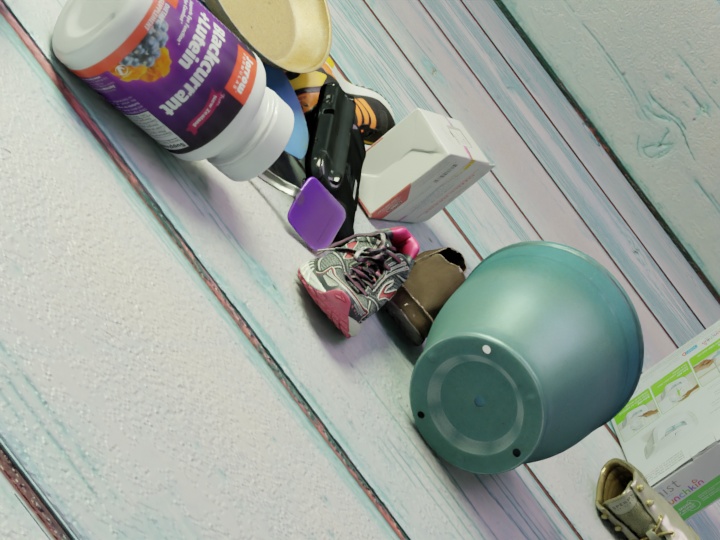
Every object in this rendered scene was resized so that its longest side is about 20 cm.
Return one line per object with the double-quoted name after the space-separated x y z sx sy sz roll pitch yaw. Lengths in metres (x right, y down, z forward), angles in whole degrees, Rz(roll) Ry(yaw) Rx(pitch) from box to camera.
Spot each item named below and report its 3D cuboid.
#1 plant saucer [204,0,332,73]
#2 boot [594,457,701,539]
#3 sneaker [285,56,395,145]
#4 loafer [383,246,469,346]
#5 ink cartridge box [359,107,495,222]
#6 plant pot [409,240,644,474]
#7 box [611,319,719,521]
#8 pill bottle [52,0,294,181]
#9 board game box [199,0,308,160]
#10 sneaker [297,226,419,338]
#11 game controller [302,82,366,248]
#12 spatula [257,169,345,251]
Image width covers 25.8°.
-0.105 -0.282 1.573 0.200 0.035 0.202 35 43 -39 "plant saucer"
0.331 0.304 1.737 0.155 0.072 0.200 48 13 -19 "boot"
-0.024 -0.165 1.742 0.200 0.069 0.091 34 44 -52 "sneaker"
0.069 0.013 1.608 0.073 0.071 0.200 50 17 -8 "loafer"
0.070 -0.116 1.785 0.068 0.116 0.200 56 16 12 "ink cartridge box"
0.141 0.092 1.470 0.201 0.200 0.188 54 32 4 "plant pot"
0.433 0.191 2.003 0.097 0.199 0.177 41 20 -34 "box"
-0.149 -0.162 1.307 0.200 0.111 0.112 40 22 -37 "pill bottle"
-0.127 -0.180 1.528 0.200 0.039 0.159 26 38 -52 "board game box"
0.000 0.000 1.449 0.081 0.074 0.200 52 18 -4 "sneaker"
-0.025 -0.109 1.598 0.201 0.042 0.105 -81 163 -56 "game controller"
-0.091 -0.092 1.463 0.200 0.020 0.057 39 65 -22 "spatula"
